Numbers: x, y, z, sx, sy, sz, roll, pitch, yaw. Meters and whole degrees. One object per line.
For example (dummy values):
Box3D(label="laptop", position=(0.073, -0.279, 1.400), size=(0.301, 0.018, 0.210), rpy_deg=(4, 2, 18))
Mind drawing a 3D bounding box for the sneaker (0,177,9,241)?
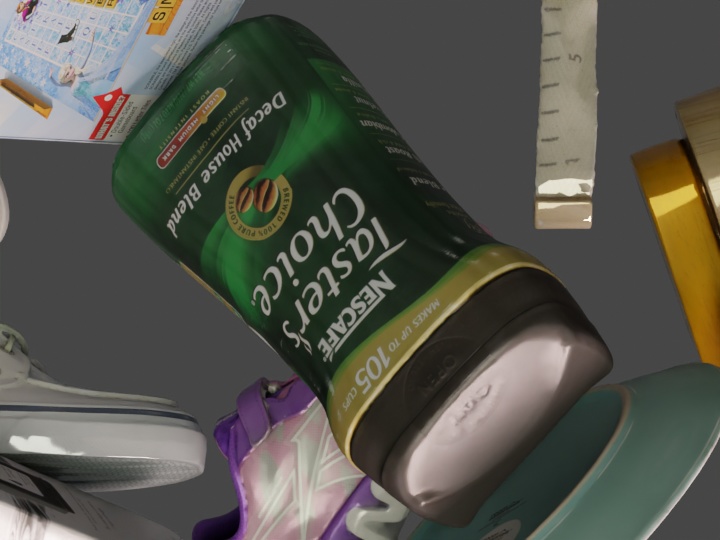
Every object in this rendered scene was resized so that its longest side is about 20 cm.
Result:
Box3D(label="sneaker", position=(-0.199, -0.087, 1.118), size=(0.073, 0.085, 0.200), rpy_deg=(-29, 97, 8))

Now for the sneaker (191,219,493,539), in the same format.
Box3D(label="sneaker", position=(-0.011, 0.063, 1.167), size=(0.088, 0.080, 0.200), rpy_deg=(26, 104, 3))

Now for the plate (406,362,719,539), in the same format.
Box3D(label="plate", position=(0.059, 0.098, 1.104), size=(0.200, 0.200, 0.026), rpy_deg=(-40, 100, 10))

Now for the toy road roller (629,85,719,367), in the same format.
Box3D(label="toy road roller", position=(0.194, 0.023, 1.118), size=(0.123, 0.146, 0.200), rpy_deg=(-20, 104, 5))

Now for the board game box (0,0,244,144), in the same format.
Box3D(label="board game box", position=(-0.118, -0.132, 1.040), size=(0.199, 0.041, 0.200), rpy_deg=(1, 135, -40))

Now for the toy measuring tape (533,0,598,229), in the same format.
Box3D(label="toy measuring tape", position=(0.077, -0.106, 1.104), size=(0.073, 0.074, 0.201), rpy_deg=(1, 75, 0))

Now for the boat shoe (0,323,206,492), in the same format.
Box3D(label="boat shoe", position=(-0.161, 0.048, 1.162), size=(0.199, 0.074, 0.067), rpy_deg=(3, 73, -4))

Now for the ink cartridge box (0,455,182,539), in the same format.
Box3D(label="ink cartridge box", position=(-0.168, 0.126, 1.095), size=(0.200, 0.067, 0.116), rpy_deg=(26, 97, -29))

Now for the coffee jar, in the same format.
Box3D(label="coffee jar", position=(0.000, 0.000, 1.092), size=(0.104, 0.085, 0.200), rpy_deg=(-48, 61, 7))
